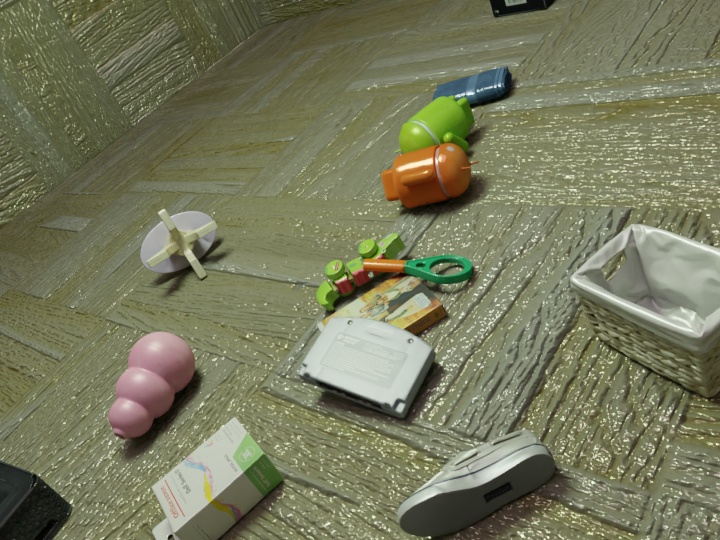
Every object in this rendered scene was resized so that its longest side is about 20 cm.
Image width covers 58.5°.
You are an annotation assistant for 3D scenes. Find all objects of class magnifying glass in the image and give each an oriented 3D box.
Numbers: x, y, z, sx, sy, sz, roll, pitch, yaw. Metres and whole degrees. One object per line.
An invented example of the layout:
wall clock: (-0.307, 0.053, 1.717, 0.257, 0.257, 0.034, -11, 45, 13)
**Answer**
magnifying glass: (0.101, -0.005, 1.153, 0.198, 0.023, 0.080, 5, 31, 18)

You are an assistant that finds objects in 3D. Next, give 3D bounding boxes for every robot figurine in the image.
robot figurine: (0.172, -0.321, 1.489, 0.200, 0.116, 0.175, -41, 39, -18)
robot figurine: (0.145, -0.199, 1.343, 0.198, 0.144, 0.118, -10, 59, 27)

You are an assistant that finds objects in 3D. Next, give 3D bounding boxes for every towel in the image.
towel: (0.287, -0.463, 1.660, 0.198, 0.049, 0.112, -7, 38, 29)

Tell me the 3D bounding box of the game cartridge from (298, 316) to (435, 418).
game cartridge: (0.012, 0.142, 1.011, 0.198, 0.041, 0.134, 14, 61, 33)

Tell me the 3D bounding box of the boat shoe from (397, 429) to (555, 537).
boat shoe: (0.133, 0.251, 0.778, 0.199, 0.072, 0.066, -28, 28, 0)

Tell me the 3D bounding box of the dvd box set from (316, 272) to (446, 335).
dvd box set: (0.032, 0.085, 1.116, 0.199, 0.030, 0.146, -31, 33, -5)

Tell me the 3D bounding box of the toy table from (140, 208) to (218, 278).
toy table: (-0.439, -0.065, 1.566, 0.200, 0.184, 0.117, -45, 18, -10)

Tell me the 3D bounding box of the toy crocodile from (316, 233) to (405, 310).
toy crocodile: (0.000, 0.000, 1.226, 0.199, 0.068, 0.062, -33, 38, -3)

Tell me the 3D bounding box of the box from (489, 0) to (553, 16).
box: (0.534, -0.911, 2.026, 0.196, 0.118, 0.200, 12, 49, 46)

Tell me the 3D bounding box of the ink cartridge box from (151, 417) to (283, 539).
ink cartridge box: (-0.228, 0.327, 0.946, 0.200, 0.068, 0.117, -40, 34, -17)

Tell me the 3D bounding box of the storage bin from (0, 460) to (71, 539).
storage bin: (-0.611, 0.415, 1.092, 0.198, 0.094, 0.136, -1, 41, 37)

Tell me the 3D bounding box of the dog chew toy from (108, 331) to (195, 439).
dog chew toy: (-0.390, 0.215, 1.184, 0.124, 0.125, 0.201, -3, 49, 34)

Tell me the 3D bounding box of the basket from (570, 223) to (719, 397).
basket: (0.391, 0.048, 0.811, 0.135, 0.124, 0.200, -37, 33, -12)
